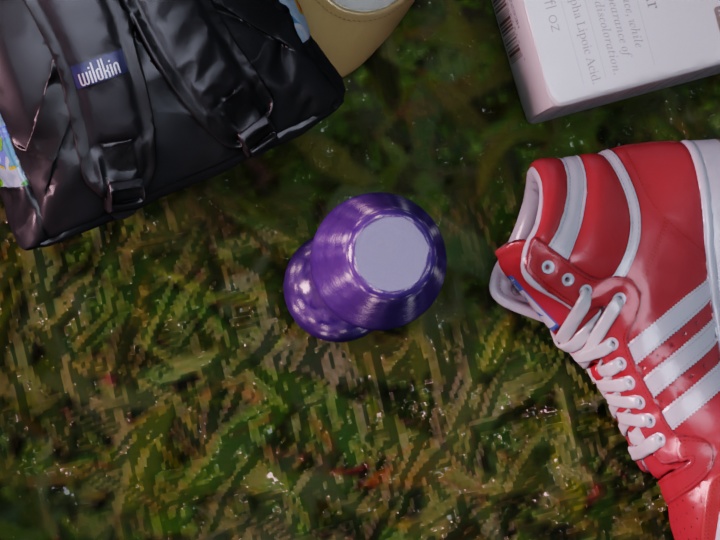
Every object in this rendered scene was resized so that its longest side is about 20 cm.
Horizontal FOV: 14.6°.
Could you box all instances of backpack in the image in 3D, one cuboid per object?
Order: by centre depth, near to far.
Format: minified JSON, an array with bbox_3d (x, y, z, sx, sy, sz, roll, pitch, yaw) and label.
[{"bbox_3d":[-0.121,-0.137,1.219,0.163,0.154,0.200,-27,112,-6],"label":"backpack"}]

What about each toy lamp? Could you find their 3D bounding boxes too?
[{"bbox_3d":[0.000,0.000,1.186,0.058,0.200,0.058,1,86,-8],"label":"toy lamp"}]

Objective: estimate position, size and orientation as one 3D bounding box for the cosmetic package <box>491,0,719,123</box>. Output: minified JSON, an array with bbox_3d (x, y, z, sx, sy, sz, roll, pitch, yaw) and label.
[{"bbox_3d":[0.161,-0.141,1.282,0.199,0.074,0.102,-17,89,-7],"label":"cosmetic package"}]

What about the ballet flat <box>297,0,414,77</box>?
[{"bbox_3d":[0.019,-0.174,1.269,0.069,0.063,0.200,32,83,-6],"label":"ballet flat"}]

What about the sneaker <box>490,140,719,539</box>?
[{"bbox_3d":[0.117,0.042,1.257,0.112,0.071,0.201,-1,79,-12],"label":"sneaker"}]
